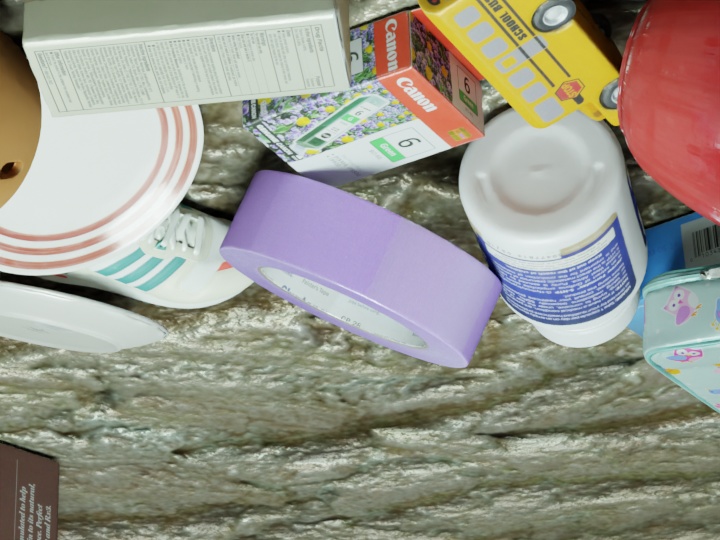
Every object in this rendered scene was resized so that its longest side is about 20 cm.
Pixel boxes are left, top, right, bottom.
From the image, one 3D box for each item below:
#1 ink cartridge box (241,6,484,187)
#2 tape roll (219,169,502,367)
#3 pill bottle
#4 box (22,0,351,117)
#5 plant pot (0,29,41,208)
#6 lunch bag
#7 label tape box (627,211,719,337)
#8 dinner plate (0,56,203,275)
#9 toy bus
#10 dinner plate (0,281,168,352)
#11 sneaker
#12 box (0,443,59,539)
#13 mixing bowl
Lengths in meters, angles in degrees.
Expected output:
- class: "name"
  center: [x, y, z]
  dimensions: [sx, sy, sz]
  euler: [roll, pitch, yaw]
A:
- class: "ink cartridge box"
  center: [0.030, -0.123, 1.673]
  dimensions: [0.200, 0.050, 0.109]
  euler: [-17, 148, 25]
- class: "tape roll"
  center: [0.000, 0.000, 1.781]
  dimensions: [0.200, 0.066, 0.200]
  euler: [25, 170, 4]
- class: "pill bottle"
  center: [0.148, -0.026, 1.791]
  dimensions: [0.119, 0.120, 0.200]
  euler: [-9, 150, 10]
- class: "box"
  center: [-0.109, -0.160, 1.564]
  dimensions: [0.200, 0.078, 0.095]
  euler: [-5, 151, 3]
- class: "plant pot"
  center: [-0.296, -0.104, 1.555]
  dimensions: [0.200, 0.200, 0.140]
  euler: [-19, 164, 27]
- class: "lunch bag"
  center: [0.304, 0.052, 1.844]
  dimensions: [0.160, 0.077, 0.200]
  euler: [-7, 155, 30]
- class: "label tape box"
  center: [0.301, 0.022, 1.950]
  dimensions: [0.144, 0.063, 0.200]
  euler: [-20, 147, 28]
- class: "dinner plate"
  center: [-0.207, -0.080, 1.703]
  dimensions: [0.200, 0.024, 0.200]
  euler: [-16, 136, -16]
- class: "toy bus"
  center: [0.111, -0.155, 1.588]
  dimensions: [0.078, 0.065, 0.200]
  euler: [-33, 143, 13]
- class: "dinner plate"
  center: [-0.247, 0.037, 1.880]
  dimensions: [0.200, 0.024, 0.200]
  euler: [9, 169, 2]
- class: "sneaker"
  center: [-0.160, -0.025, 1.813]
  dimensions: [0.199, 0.070, 0.093]
  euler: [9, 155, -15]
- class: "box"
  center: [-0.396, 0.256, 2.205]
  dimensions: [0.164, 0.166, 0.200]
  euler: [24, 142, -38]
- class: "mixing bowl"
  center: [0.234, -0.123, 1.585]
  dimensions: [0.108, 0.200, 0.200]
  euler: [15, 158, 23]
